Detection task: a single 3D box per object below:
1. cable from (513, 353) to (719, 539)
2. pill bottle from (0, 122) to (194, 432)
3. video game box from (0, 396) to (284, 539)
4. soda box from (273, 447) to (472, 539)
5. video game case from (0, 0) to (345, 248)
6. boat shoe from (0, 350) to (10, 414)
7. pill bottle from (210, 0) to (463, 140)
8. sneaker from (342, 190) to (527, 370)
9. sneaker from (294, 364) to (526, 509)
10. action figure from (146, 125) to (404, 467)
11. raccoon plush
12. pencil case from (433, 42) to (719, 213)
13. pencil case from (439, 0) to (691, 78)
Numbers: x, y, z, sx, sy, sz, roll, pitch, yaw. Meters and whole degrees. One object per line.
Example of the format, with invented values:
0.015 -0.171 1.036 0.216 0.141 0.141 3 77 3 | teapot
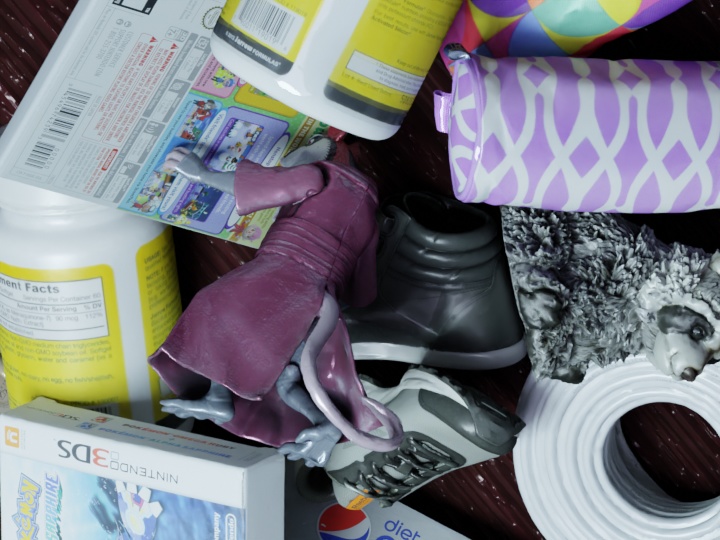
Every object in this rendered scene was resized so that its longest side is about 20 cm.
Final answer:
0.185 0.103 1.550 0.199 0.069 0.201 25 121 9 | cable
-0.166 0.011 1.622 0.114 0.114 0.201 4 115 20 | pill bottle
-0.128 0.187 1.557 0.181 0.047 0.201 10 106 35 | video game box
0.019 0.186 1.648 0.199 0.068 0.064 26 154 8 | soda box
-0.084 -0.107 1.499 0.181 0.022 0.200 15 127 -28 | video game case
-0.260 0.119 1.741 0.072 0.065 0.200 37 122 2 | boat shoe
0.011 -0.178 1.390 0.112 0.112 0.201 28 99 7 | pill bottle
0.000 0.000 1.581 0.199 0.071 0.100 2 110 18 | sneaker
0.027 0.104 1.563 0.074 0.080 0.200 31 160 -23 | sneaker
-0.035 -0.004 1.474 0.134 0.201 0.149 35 155 -30 | action figure
0.145 -0.026 1.465 0.133 0.097 0.201 -13 71 5 | raccoon plush
0.138 -0.073 1.425 0.199 0.085 0.084 3 98 -10 | pencil case
0.132 -0.159 1.440 0.199 0.088 0.089 -29 101 31 | pencil case
